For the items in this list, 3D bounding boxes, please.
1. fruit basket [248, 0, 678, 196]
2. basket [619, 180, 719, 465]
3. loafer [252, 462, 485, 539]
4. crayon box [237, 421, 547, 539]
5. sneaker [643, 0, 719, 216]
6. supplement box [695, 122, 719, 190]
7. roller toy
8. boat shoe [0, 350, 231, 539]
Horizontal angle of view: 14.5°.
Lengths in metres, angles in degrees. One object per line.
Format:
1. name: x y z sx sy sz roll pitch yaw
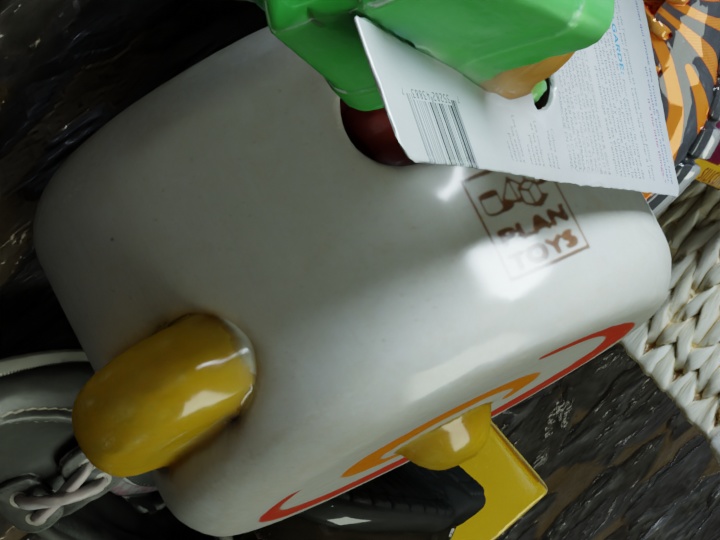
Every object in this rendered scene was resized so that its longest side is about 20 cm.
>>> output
1. fruit basket: 0.031 -0.113 0.813 0.094 0.186 0.200 -14 173 21
2. basket: 0.216 -0.027 1.275 0.200 0.161 0.198 -53 157 21
3. loafer: -0.005 0.098 1.072 0.071 0.073 0.200 -53 162 6
4. crayon box: 0.002 0.115 1.234 0.200 0.051 0.127 -41 -171 -6
5. sneaker: 0.098 -0.113 1.022 0.112 0.078 0.200 19 94 -58
6. supplement box: 0.181 -0.131 1.123 0.200 0.086 0.110 -49 157 13
7. roller toy: 0.000 0.000 0.911 0.182 0.140 0.200 -29 172 9
8. boat shoe: -0.092 0.074 1.021 0.067 0.057 0.200 -26 161 11
